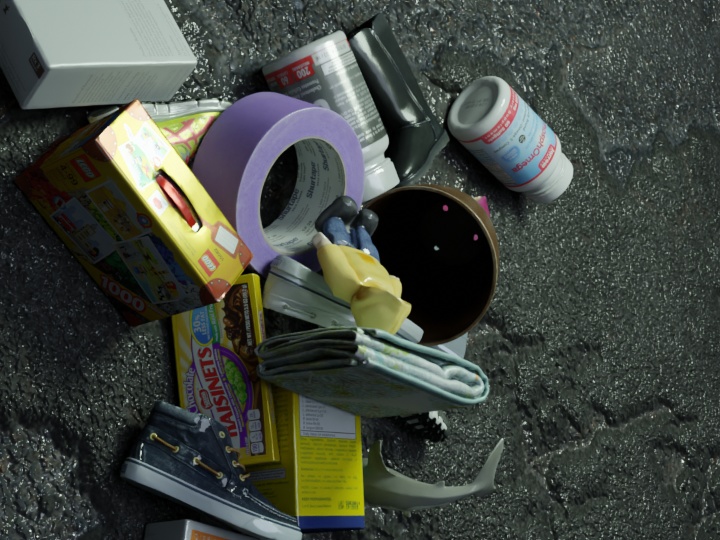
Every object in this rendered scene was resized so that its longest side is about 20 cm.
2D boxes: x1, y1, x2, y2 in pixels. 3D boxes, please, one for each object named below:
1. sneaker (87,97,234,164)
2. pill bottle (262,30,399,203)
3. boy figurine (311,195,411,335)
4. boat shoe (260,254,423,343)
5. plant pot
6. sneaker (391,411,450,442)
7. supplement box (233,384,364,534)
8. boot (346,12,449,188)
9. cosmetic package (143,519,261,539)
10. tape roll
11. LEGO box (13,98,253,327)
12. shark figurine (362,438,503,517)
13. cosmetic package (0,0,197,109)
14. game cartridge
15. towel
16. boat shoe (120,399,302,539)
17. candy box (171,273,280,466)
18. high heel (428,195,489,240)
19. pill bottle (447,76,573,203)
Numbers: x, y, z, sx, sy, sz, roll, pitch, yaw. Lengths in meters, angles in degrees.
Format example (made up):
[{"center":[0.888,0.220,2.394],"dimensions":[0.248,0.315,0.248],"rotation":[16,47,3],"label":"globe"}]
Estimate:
[{"center":[-0.210,-0.140,1.345],"dimensions":[0.199,0.078,0.092],"rotation":[-14,97,-43],"label":"sneaker"},{"center":[-0.033,-0.182,1.514],"dimensions":[0.114,0.113,0.202],"rotation":[-34,104,-47],"label":"pill bottle"},{"center":[0.000,0.000,1.312],"dimensions":[0.124,0.065,0.201],"rotation":[32,20,-30],"label":"boy figurine"},{"center":[-0.025,0.052,1.373],"dimensions":[0.198,0.073,0.067],"rotation":[27,86,-18],"label":"boat shoe"},{"center":[0.094,-0.027,1.494],"dimensions":[0.189,0.185,0.200],"rotation":[68,21,-7],"label":"plant pot"},{"center":[0.057,0.137,1.555],"dimensions":[0.200,0.066,0.091],"rotation":[45,52,-27],"label":"sneaker"},{"center":[-0.072,0.190,1.365],"dimensions":[0.108,0.109,0.203],"rotation":[12,71,-45],"label":"supplement box"},{"center":[0.032,-0.224,1.632],"dimensions":[0.201,0.065,0.165],"rotation":[61,35,-20],"label":"boot"},{"center":[-0.135,0.333,1.281],"dimensions":[0.199,0.071,0.103],"rotation":[26,60,-41],"label":"cosmetic package"},{"center":[-0.092,-0.094,1.384],"dimensions":[0.199,0.084,0.203],"rotation":[-22,122,-40],"label":"tape roll"},{"center":[-0.228,-0.053,1.234],"dimensions":[0.201,0.148,0.077],"rotation":[54,45,-21],"label":"LEGO box"},{"center":[0.051,0.232,1.396],"dimensions":[0.128,0.212,0.091],"rotation":[-31,114,-53],"label":"shark figurine"},{"center":[-0.277,-0.231,1.272],"dimensions":[0.199,0.074,0.102],"rotation":[-12,66,-47],"label":"cosmetic package"},{"center":[0.085,0.025,1.590],"dimensions":[0.133,0.041,0.201],"rotation":[36,39,-19],"label":"game cartridge"},{"center":[0.011,0.107,1.268],"dimensions":[0.199,0.170,0.049],"rotation":[26,65,-41],"label":"towel"},{"center":[-0.139,0.208,1.252],"dimensions":[0.198,0.071,0.092],"rotation":[25,73,-6],"label":"boat shoe"},{"center":[-0.148,0.111,1.313],"dimensions":[0.026,0.101,0.203],"rotation":[27,55,-74],"label":"candy box"},{"center":[0.127,-0.094,1.679],"dimensions":[0.200,0.067,0.097],"rotation":[35,63,-51],"label":"high heel"},{"center":[0.227,-0.187,1.806],"dimensions":[0.199,0.108,0.110],"rotation":[38,53,-34],"label":"pill bottle"}]
